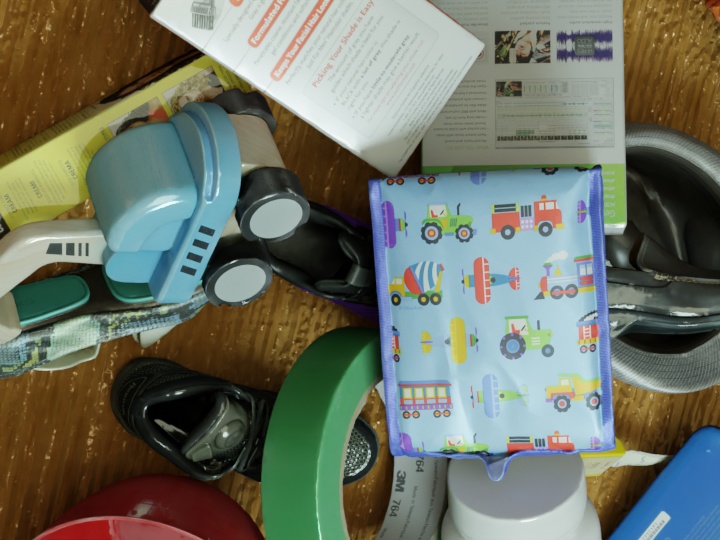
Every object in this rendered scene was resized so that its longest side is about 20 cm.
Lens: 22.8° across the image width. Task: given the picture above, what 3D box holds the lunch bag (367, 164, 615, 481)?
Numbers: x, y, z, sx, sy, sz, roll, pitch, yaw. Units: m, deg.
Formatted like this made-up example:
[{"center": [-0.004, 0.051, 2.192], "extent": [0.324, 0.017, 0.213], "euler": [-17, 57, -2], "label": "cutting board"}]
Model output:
[{"center": [0.088, 0.038, 1.170], "extent": [0.149, 0.094, 0.202], "euler": [-3, 88, 9], "label": "lunch bag"}]

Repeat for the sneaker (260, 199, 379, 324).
[{"center": [0.000, 0.000, 1.255], "extent": [0.199, 0.100, 0.070], "euler": [20, 95, -15], "label": "sneaker"}]

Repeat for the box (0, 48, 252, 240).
[{"center": [-0.171, -0.088, 1.216], "extent": [0.199, 0.075, 0.050], "euler": [-31, 105, -10], "label": "box"}]

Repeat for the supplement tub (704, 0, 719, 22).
[{"center": [0.352, -0.157, 1.312], "extent": [0.200, 0.122, 0.123], "euler": [45, 86, -15], "label": "supplement tub"}]

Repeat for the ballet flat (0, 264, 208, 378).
[{"center": [-0.176, 0.028, 1.240], "extent": [0.198, 0.074, 0.075], "euler": [-13, 100, -9], "label": "ballet flat"}]

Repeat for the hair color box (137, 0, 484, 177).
[{"center": [-0.032, -0.162, 1.163], "extent": [0.199, 0.064, 0.111], "euler": [33, 96, -25], "label": "hair color box"}]

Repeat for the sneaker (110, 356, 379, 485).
[{"center": [-0.072, 0.118, 1.248], "extent": [0.198, 0.114, 0.077], "euler": [20, 94, -18], "label": "sneaker"}]

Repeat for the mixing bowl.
[{"center": [-0.134, 0.215, 1.228], "extent": [0.198, 0.109, 0.201], "euler": [6, 122, 9], "label": "mixing bowl"}]

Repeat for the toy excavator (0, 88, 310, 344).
[{"center": [-0.160, -0.028, 1.158], "extent": [0.199, 0.100, 0.195], "euler": [3, 137, -29], "label": "toy excavator"}]

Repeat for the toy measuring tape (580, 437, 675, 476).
[{"center": [0.173, 0.116, 1.342], "extent": [0.199, 0.073, 0.074], "euler": [2, 97, -31], "label": "toy measuring tape"}]

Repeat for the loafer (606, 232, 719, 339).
[{"center": [0.201, 0.010, 1.228], "extent": [0.198, 0.073, 0.073], "euler": [-7, 89, -7], "label": "loafer"}]

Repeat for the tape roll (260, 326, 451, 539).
[{"center": [0.006, 0.141, 1.240], "extent": [0.200, 0.048, 0.202], "euler": [-5, 96, -58], "label": "tape roll"}]

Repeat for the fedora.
[{"center": [0.207, -0.011, 1.311], "extent": [0.200, 0.090, 0.177], "euler": [41, 84, -7], "label": "fedora"}]

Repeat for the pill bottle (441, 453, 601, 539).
[{"center": [0.116, 0.214, 1.269], "extent": [0.113, 0.114, 0.201], "euler": [-17, 128, -11], "label": "pill bottle"}]

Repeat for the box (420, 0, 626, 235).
[{"center": [0.113, -0.124, 1.252], "extent": [0.143, 0.036, 0.202], "euler": [0, 79, 6], "label": "box"}]

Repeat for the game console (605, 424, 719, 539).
[{"center": [0.279, 0.239, 1.378], "extent": [0.170, 0.118, 0.200], "euler": [40, 103, 15], "label": "game console"}]
